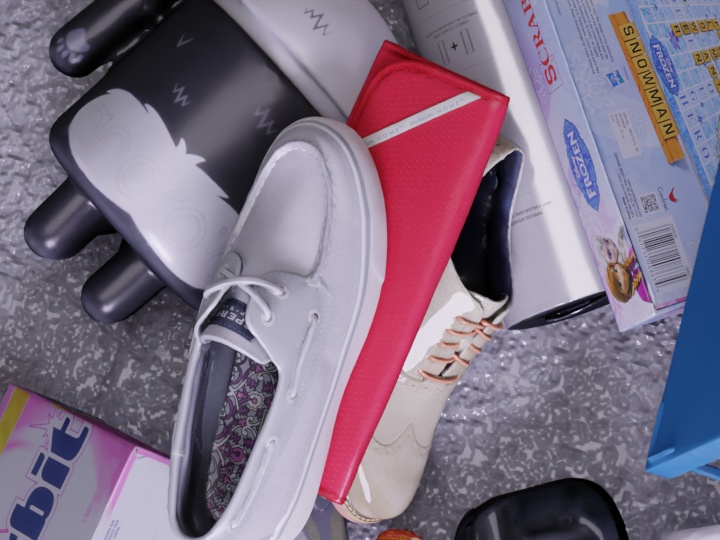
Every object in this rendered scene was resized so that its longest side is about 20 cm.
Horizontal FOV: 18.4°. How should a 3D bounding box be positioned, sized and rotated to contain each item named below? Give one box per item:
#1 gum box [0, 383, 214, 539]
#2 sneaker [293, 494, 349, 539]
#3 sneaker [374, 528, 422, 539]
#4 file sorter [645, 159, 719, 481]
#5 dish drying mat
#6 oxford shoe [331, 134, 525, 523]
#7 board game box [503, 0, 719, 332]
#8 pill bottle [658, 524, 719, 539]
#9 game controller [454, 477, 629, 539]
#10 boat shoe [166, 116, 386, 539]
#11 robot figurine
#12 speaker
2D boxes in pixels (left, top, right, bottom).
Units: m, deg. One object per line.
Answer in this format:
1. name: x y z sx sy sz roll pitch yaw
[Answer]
1. gum box: -0.155 0.168 1.050 0.113 0.066 0.201 19 82 48
2. sneaker: -0.045 0.159 1.062 0.081 0.074 0.201 22 76 -13
3. sneaker: 0.029 0.222 1.049 0.077 0.073 0.201 -10 80 -18
4. file sorter: 0.223 0.000 0.952 0.122 0.139 0.201 20 70 -10
5. dish drying mat: 0.000 0.000 1.015 0.077 0.018 0.201 27 98 27
6. oxford shoe: 0.029 0.027 1.039 0.074 0.071 0.201 16 102 41
7. board game box: 0.182 -0.093 1.064 0.199 0.041 0.201 -15 82 -22
8. pill bottle: 0.203 0.214 1.025 0.110 0.111 0.201 -7 82 3
9. game controller: 0.101 0.201 1.048 0.104 0.042 0.201 -19 80 38
10. boat shoe: -0.045 0.029 0.988 0.072 0.068 0.201 21 97 28
11. robot figurine: -0.069 -0.061 1.076 0.200 0.150 0.125 -42 40 -2
12. speaker: 0.079 -0.074 1.087 0.081 0.081 0.201 -18 81 1
